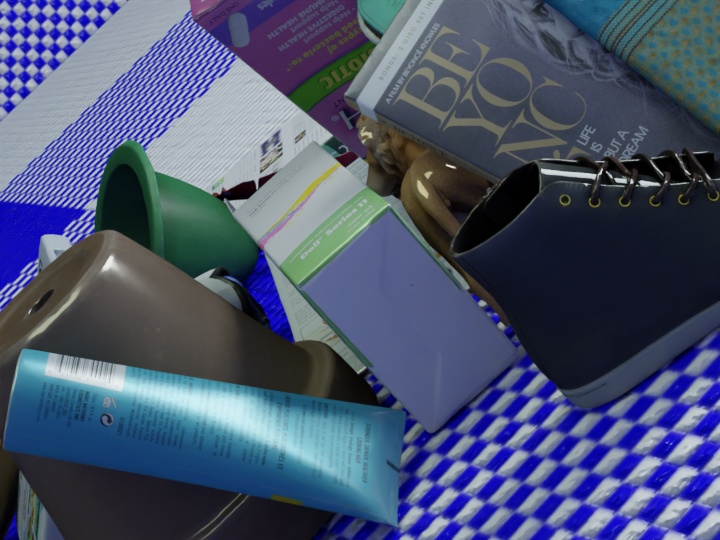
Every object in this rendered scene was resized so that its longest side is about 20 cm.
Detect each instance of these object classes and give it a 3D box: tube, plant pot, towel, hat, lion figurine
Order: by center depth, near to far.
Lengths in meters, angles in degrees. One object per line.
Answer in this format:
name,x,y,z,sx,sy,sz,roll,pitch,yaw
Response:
tube,-0.076,0.080,1.088,0.051,0.199,0.078,106,173,-48
towel,0.189,-0.147,1.098,0.147,0.200,0.022,-44,-22,-10
lion figurine,0.052,-0.044,1.184,0.073,0.122,0.200,-48,7,4
plant pot,-0.118,0.076,1.193,0.200,0.175,0.200,-39,16,14
hat,-0.089,-0.018,1.623,0.175,0.167,0.200,-3,1,-22

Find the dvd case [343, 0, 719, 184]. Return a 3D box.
dvd case,0.111,-0.105,1.117,0.149,0.199,0.016,-57,-22,-10

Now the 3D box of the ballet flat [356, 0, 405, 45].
ballet flat,0.073,-0.101,1.192,0.069,0.069,0.200,-42,52,-3

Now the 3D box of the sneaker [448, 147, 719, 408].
sneaker,0.142,-0.033,0.997,0.200,0.106,0.075,-41,21,9

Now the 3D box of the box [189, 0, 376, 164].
box,0.022,-0.174,1.306,0.175,0.200,0.097,-31,46,22

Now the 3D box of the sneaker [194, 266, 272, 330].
sneaker,-0.120,0.061,1.439,0.115,0.081,0.199,-23,-14,-35

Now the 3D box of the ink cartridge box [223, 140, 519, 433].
ink cartridge box,0.000,0.000,1.202,0.067,0.117,0.200,-43,22,-1

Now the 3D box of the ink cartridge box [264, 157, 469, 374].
ink cartridge box,0.027,-0.008,1.358,0.162,0.050,0.200,-38,34,10

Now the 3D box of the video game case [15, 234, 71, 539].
video game case,-0.193,0.093,1.368,0.182,0.022,0.201,-135,50,-73

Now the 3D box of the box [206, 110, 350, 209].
box,-0.037,-0.093,1.704,0.200,0.036,0.144,-40,16,11

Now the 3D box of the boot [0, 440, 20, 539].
boot,-0.255,0.136,1.536,0.175,0.066,0.201,100,-173,-58
